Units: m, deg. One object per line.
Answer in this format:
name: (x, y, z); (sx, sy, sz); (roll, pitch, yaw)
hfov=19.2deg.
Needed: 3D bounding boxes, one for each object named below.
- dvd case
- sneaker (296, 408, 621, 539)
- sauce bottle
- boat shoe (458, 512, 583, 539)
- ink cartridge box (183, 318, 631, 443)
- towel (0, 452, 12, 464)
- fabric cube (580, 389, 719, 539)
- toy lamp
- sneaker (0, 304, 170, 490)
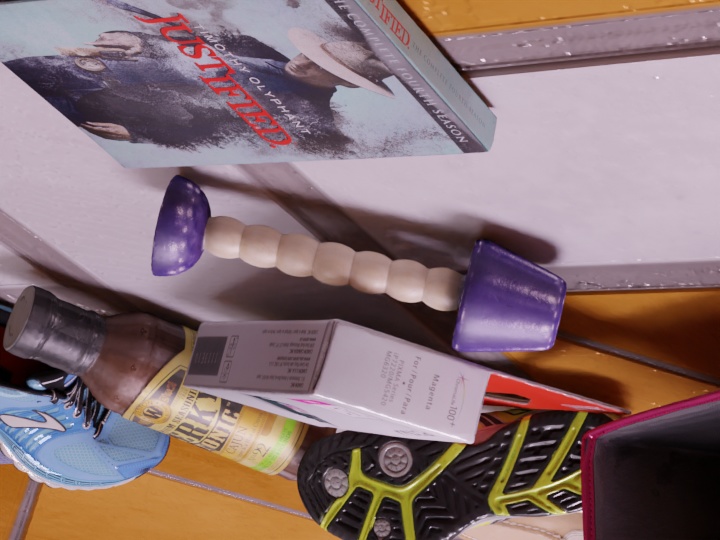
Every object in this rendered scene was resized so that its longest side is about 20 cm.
dvd case: (-0.060, -0.089, 0.910); (0.200, 0.022, 0.146); (-1, 153, 31)
sneaker: (0.062, 0.119, 1.222); (0.200, 0.076, 0.076); (-5, 178, 17)
sauce bottle: (-0.110, 0.064, 1.241); (0.200, 0.065, 0.065); (22, 156, -21)
boat shoe: (0.153, 0.193, 1.385); (0.200, 0.069, 0.074); (15, 158, -2)
ink cartridge box: (0.019, 0.068, 1.134); (0.173, 0.044, 0.200); (19, 171, -21)
towel: (-0.264, 0.110, 1.494); (0.200, 0.024, 0.147); (-1, 154, 31)
fabric cube: (0.249, 0.167, 1.053); (0.199, 0.200, 0.196); (8, 163, -32)
toy lamp: (0.000, 0.000, 1.038); (0.200, 0.058, 0.058); (11, 158, 3)
sneaker: (-0.191, 0.077, 1.304); (0.090, 0.079, 0.200); (-15, 145, 43)
